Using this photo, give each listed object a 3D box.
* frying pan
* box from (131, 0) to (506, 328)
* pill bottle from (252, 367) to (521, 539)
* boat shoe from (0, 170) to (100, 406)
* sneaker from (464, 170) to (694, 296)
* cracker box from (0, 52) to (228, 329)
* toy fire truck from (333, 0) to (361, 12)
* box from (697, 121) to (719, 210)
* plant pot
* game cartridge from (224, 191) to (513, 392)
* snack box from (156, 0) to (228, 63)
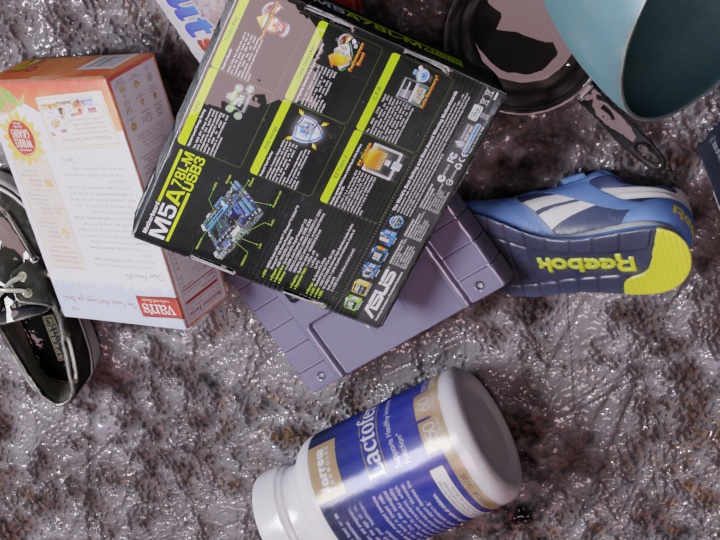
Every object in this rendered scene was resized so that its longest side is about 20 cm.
[{"bbox_3d":[0.152,-0.154,0.945,0.190,0.031,0.115,19,117,-7],"label":"frying pan"},{"bbox_3d":[-0.031,-0.078,0.903,0.193,0.048,0.200,21,113,-13],"label":"box"},{"bbox_3d":[0.019,0.169,1.074,0.200,0.116,0.116,-28,110,18],"label":"pill bottle"},{"bbox_3d":[-0.266,0.015,1.059,0.071,0.064,0.200,-16,113,14],"label":"boat shoe"},{"bbox_3d":[0.153,-0.030,0.990,0.200,0.082,0.074,5,133,25],"label":"sneaker"},{"bbox_3d":[-0.189,-0.058,0.991,0.134,0.058,0.200,4,120,35],"label":"cracker box"},{"bbox_3d":[-0.087,-0.249,0.916,0.141,0.049,0.200,-13,113,12],"label":"toy fire truck"},{"bbox_3d":[0.342,-0.084,0.864,0.124,0.200,0.197,32,116,-11],"label":"box"},{"bbox_3d":[0.185,-0.215,0.841,0.135,0.200,0.200,43,119,26],"label":"plant pot"},{"bbox_3d":[0.000,0.000,1.008,0.200,0.038,0.130,-32,103,32],"label":"game cartridge"},{"bbox_3d":[-0.099,-0.185,0.898,0.072,0.024,0.200,-8,137,28],"label":"snack box"}]
